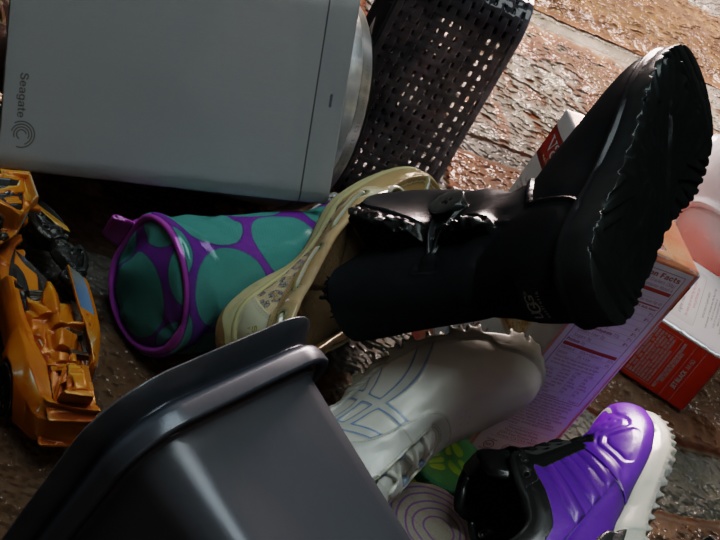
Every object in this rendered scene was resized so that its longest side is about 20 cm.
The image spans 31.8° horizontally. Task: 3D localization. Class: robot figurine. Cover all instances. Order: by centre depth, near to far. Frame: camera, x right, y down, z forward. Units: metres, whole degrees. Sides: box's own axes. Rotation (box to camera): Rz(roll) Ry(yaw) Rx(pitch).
[{"bbox_3d":[-0.206,0.010,0.684,0.144,0.058,0.201,4,42,-30],"label":"robot figurine"}]

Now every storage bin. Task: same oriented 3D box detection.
[{"bbox_3d":[-0.058,0.136,0.532,0.145,0.200,0.135,-22,70,-50],"label":"storage bin"},{"bbox_3d":[0.043,-0.156,0.957,0.093,0.200,0.136,24,34,-10],"label":"storage bin"}]

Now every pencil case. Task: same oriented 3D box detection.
[{"bbox_3d":[-0.056,-0.003,0.792,0.199,0.085,0.093,-9,64,-43],"label":"pencil case"}]

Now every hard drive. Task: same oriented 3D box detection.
[{"bbox_3d":[-0.107,-0.115,0.748,0.199,0.133,0.027,6,18,-13],"label":"hard drive"}]

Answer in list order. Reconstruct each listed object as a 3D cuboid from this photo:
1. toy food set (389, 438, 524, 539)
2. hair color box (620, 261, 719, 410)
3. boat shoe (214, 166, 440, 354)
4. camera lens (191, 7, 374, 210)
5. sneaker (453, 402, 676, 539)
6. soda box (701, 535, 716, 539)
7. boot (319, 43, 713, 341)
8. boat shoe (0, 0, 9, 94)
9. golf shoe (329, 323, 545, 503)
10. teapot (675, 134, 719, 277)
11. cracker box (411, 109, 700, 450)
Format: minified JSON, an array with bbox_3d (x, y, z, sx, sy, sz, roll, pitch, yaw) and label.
[{"bbox_3d":[0.070,0.178,0.685,0.197,0.049,0.200,28,34,-3],"label":"toy food set"},{"bbox_3d":[0.189,0.008,0.981,0.199,0.064,0.111,34,35,4],"label":"hair color box"},{"bbox_3d":[0.000,0.000,0.741,0.200,0.063,0.073,-47,111,-39],"label":"boat shoe"},{"bbox_3d":[-0.102,-0.133,0.857,0.199,0.160,0.160,10,39,-27],"label":"camera lens"},{"bbox_3d":[0.105,0.118,0.683,0.099,0.070,0.200,30,33,5],"label":"sneaker"},{"bbox_3d":[0.224,0.247,0.678,0.071,0.063,0.201,40,18,-49],"label":"soda box"},{"bbox_3d":[0.083,-0.042,0.673,0.200,0.167,0.077,-57,130,-37],"label":"boot"},{"bbox_3d":[-0.257,-0.161,0.813,0.072,0.072,0.200,25,10,-46],"label":"boat shoe"},{"bbox_3d":[0.011,0.097,0.665,0.199,0.079,0.098,-19,44,0],"label":"golf shoe"},{"bbox_3d":[0.337,-0.021,1.058,0.146,0.198,0.200,-31,28,-13],"label":"teapot"},{"bbox_3d":[0.109,0.021,0.778,0.057,0.200,0.134,19,35,-23],"label":"cracker box"}]
